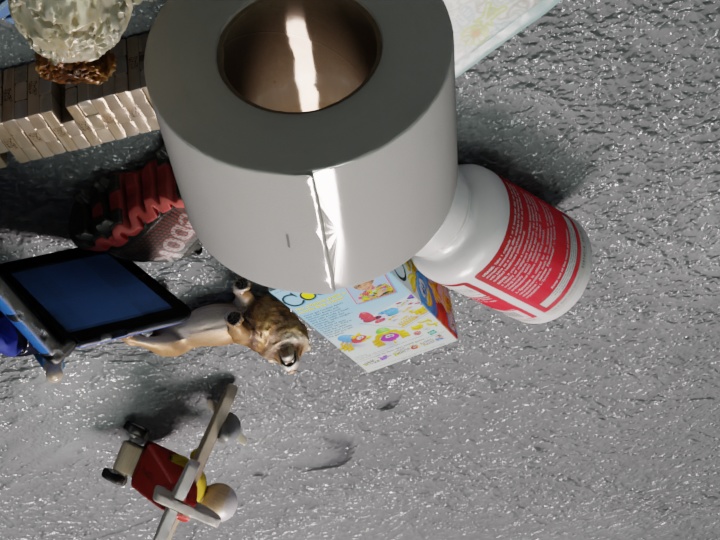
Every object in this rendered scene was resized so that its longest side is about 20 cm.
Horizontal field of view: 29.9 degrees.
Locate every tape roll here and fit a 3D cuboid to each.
[{"bbox_3d":[-0.034,-0.105,0.909,0.201,0.204,0.139,-9,148,-1],"label":"tape roll"}]

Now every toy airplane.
[{"bbox_3d":[-0.194,0.249,1.517,0.141,0.200,0.200,26,133,-30],"label":"toy airplane"}]

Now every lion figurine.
[{"bbox_3d":[-0.153,0.058,1.361,0.198,0.073,0.123,1,158,9],"label":"lion figurine"}]

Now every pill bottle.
[{"bbox_3d":[0.115,-0.030,1.237,0.112,0.113,0.199,-31,142,31],"label":"pill bottle"}]

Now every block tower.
[{"bbox_3d":[-0.218,-0.131,1.038,0.199,0.054,0.058,-14,149,7],"label":"block tower"}]

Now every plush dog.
[{"bbox_3d":[-0.174,-0.208,0.810,0.159,0.173,0.200,0,148,-15],"label":"plush dog"}]

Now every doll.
[{"bbox_3d":[-0.324,0.053,1.243,0.049,0.136,0.200,-51,170,4],"label":"doll"}]

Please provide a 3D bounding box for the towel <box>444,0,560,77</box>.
[{"bbox_3d":[0.038,-0.209,0.992,0.200,0.048,0.171,-33,139,33],"label":"towel"}]

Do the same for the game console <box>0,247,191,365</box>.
[{"bbox_3d":[-0.263,-0.014,1.121,0.118,0.200,0.171,-42,126,-13],"label":"game console"}]

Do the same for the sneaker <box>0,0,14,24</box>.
[{"bbox_3d":[-0.239,-0.196,0.895,0.074,0.083,0.199,-27,145,37],"label":"sneaker"}]

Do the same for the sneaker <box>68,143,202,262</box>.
[{"bbox_3d":[-0.150,-0.060,1.154,0.199,0.071,0.098,-24,146,25],"label":"sneaker"}]

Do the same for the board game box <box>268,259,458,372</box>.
[{"bbox_3d":[0.000,0.000,1.260,0.104,0.104,0.200,-21,147,18],"label":"board game box"}]
